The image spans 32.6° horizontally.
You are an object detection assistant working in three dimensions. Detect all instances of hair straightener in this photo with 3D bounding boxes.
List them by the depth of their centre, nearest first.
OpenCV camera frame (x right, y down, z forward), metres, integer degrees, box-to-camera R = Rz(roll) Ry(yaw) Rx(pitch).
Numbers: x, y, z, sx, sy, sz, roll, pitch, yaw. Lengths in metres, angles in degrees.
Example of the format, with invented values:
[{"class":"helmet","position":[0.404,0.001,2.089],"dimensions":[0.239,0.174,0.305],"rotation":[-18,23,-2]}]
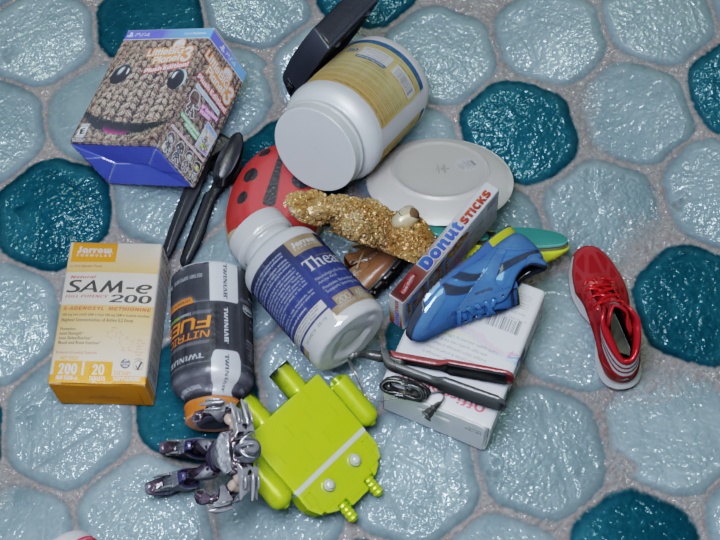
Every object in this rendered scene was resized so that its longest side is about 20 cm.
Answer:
[{"class":"hair straightener","position":[0.077,0.136,1.459],"dimensions":[0.199,0.041,0.077],"rotation":[13,65,8]}]

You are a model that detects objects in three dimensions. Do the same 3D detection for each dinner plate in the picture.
[{"class":"dinner plate","position":[0.107,-0.128,1.656],"dimensions":[0.199,0.024,0.201],"rotation":[0,40,0]}]

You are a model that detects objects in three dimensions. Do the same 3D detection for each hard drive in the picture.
[{"class":"hard drive","position":[-0.044,-0.317,1.701],"dimensions":[0.042,0.200,0.135],"rotation":[43,70,-4]}]

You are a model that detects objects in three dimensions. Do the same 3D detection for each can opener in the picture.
[{"class":"can opener","position":[-0.219,-0.100,1.676],"dimensions":[0.063,0.079,0.201],"rotation":[25,76,5]}]

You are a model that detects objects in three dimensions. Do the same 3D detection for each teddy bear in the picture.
[{"class":"teddy bear","position":[0.001,-0.068,1.550],"dimensions":[0.199,0.145,0.067],"rotation":[21,96,33]}]

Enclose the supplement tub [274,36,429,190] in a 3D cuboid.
[{"class":"supplement tub","position":[-0.011,-0.210,1.645],"dimensions":[0.144,0.145,0.200],"rotation":[27,45,15]}]

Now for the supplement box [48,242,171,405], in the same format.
[{"class":"supplement box","position":[-0.320,0.067,1.586],"dimensions":[0.125,0.074,0.201],"rotation":[1,63,2]}]

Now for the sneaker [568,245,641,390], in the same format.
[{"class":"sneaker","position":[0.318,0.039,1.551],"dimensions":[0.078,0.116,0.201],"rotation":[-13,63,-5]}]

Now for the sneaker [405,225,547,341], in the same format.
[{"class":"sneaker","position":[0.144,0.030,1.498],"dimensions":[0.200,0.066,0.078],"rotation":[-39,70,-18]}]

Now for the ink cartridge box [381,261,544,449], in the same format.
[{"class":"ink cartridge box","position":[0.128,0.100,1.545],"dimensions":[0.147,0.086,0.201],"rotation":[21,67,13]}]

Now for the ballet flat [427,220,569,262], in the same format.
[{"class":"ballet flat","position":[0.171,-0.023,1.615],"dimensions":[0.199,0.067,0.067],"rotation":[5,27,-5]}]

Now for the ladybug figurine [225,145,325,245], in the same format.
[{"class":"ladybug figurine","position":[-0.116,-0.092,1.660],"dimensions":[0.135,0.072,0.201],"rotation":[5,63,5]}]

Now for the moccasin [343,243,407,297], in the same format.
[{"class":"moccasin","position":[0.000,0.000,1.614],"dimensions":[0.078,0.074,0.201],"rotation":[43,82,12]}]

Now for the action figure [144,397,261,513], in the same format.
[{"class":"action figure","position":[-0.176,0.221,1.441],"dimensions":[0.069,0.200,0.131],"rotation":[15,66,-33]}]

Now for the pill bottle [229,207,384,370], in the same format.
[{"class":"pill bottle","position":[-0.072,0.017,1.523],"dimensions":[0.111,0.111,0.200],"rotation":[-36,66,-15]}]

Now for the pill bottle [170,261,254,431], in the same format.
[{"class":"pill bottle","position":[-0.186,0.098,1.548],"dimensions":[0.105,0.106,0.201],"rotation":[-5,63,0]}]

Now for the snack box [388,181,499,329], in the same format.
[{"class":"snack box","position":[0.105,-0.019,1.523],"dimensions":[0.024,0.072,0.200],"rotation":[34,68,19]}]

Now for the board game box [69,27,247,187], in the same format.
[{"class":"board game box","position":[-0.275,-0.224,1.691],"dimensions":[0.159,0.097,0.201],"rotation":[4,61,31]}]

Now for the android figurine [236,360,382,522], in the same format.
[{"class":"android figurine","position":[-0.057,0.212,1.488],"dimensions":[0.182,0.041,0.200],"rotation":[-39,88,-26]}]

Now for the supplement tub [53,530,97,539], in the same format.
[{"class":"supplement tub","position":[-0.285,0.400,1.379],"dimensions":[0.199,0.141,0.141],"rotation":[31,68,17]}]
